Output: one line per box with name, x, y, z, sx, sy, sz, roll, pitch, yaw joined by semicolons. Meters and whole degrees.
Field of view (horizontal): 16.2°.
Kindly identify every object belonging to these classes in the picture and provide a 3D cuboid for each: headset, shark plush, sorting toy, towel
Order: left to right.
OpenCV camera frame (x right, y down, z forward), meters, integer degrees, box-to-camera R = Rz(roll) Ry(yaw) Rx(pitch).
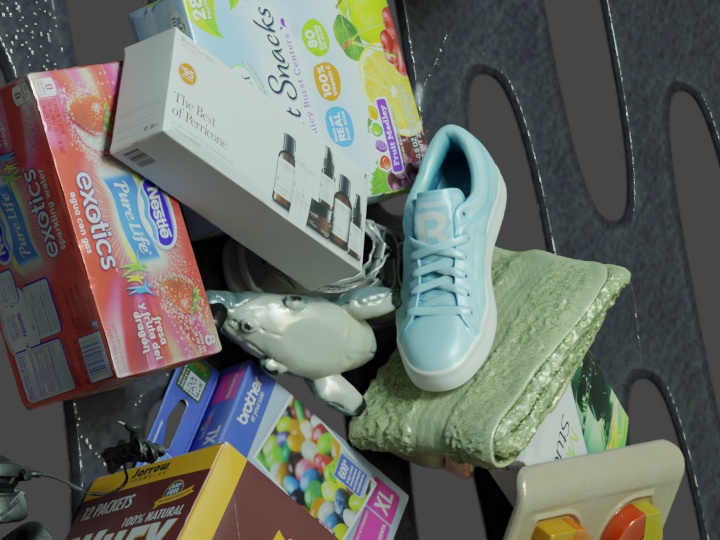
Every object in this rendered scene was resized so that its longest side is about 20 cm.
headset;-0.211;0.158;1.525;0.200;0.094;0.124;-33;101;-34
shark plush;-0.066;0.046;1.725;0.200;0.083;0.091;2;102;-37
towel;0.088;0.057;1.768;0.200;0.148;0.036;-54;132;-33
sorting toy;0.156;0.228;1.833;0.185;0.036;0.200;-6;117;-45

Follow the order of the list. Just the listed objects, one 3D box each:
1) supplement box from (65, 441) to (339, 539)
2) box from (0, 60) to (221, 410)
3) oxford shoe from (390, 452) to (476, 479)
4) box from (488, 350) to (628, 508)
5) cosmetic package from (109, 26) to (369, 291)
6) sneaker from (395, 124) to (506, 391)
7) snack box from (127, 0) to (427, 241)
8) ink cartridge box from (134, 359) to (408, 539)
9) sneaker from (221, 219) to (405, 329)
supplement box;-0.095;0.251;1.578;0.200;0.133;0.197;43;51;-25
box;-0.179;-0.023;1.613;0.095;0.103;0.200;-13;85;-47
oxford shoe;0.068;0.069;1.846;0.200;0.074;0.071;-66;164;-54
box;0.148;0.125;1.874;0.200;0.036;0.144;57;39;-52
cosmetic package;-0.074;-0.070;1.639;0.200;0.051;0.083;35;46;-41
sneaker;0.053;-0.014;1.754;0.082;0.074;0.200;56;32;-47
snack box;-0.052;-0.120;1.794;0.200;0.068;0.169;-14;87;-44
ink cartridge box;-0.059;0.148;1.718;0.200;0.042;0.119;41;51;-25
sneaker;0.000;0.000;1.793;0.200;0.082;0.075;-1;77;-45
